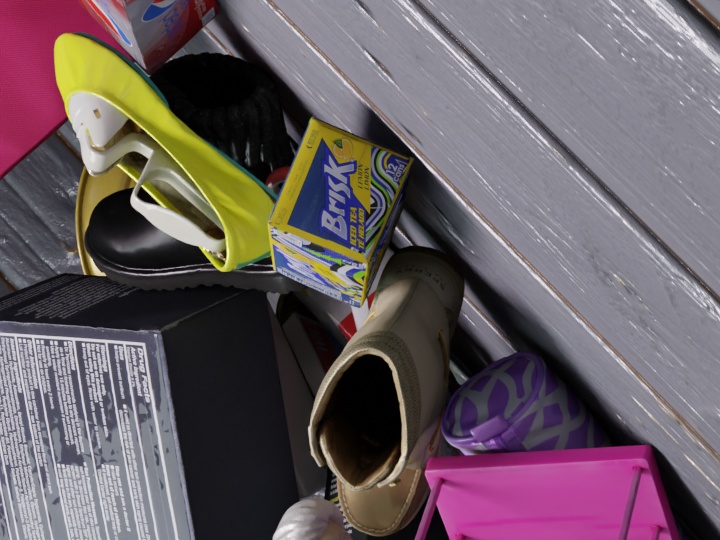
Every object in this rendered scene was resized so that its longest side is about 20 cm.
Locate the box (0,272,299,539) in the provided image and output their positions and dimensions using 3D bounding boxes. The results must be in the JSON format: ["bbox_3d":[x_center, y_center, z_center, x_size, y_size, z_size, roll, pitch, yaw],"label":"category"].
[{"bbox_3d":[-0.159,0.114,1.758,0.198,0.123,0.200,3,108,39],"label":"box"}]

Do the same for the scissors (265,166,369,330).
[{"bbox_3d":[0.000,0.000,1.640,0.073,0.014,0.200,-7,131,25],"label":"scissors"}]

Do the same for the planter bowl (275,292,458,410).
[{"bbox_3d":[-0.012,0.106,1.907,0.200,0.083,0.200,33,-148,-24],"label":"planter bowl"}]

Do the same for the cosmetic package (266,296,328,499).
[{"bbox_3d":[-0.091,0.075,1.805,0.083,0.051,0.200,-25,90,46],"label":"cosmetic package"}]

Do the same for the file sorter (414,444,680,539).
[{"bbox_3d":[0.118,0.222,1.480,0.125,0.139,0.200,-67,-36,-49],"label":"file sorter"}]

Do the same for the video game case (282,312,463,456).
[{"bbox_3d":[0.041,0.111,1.839,0.200,0.017,0.143,24,-155,-36],"label":"video game case"}]

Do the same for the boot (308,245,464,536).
[{"bbox_3d":[0.010,0.102,1.527,0.073,0.200,0.155,17,-153,6],"label":"boot"}]

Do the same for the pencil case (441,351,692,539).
[{"bbox_3d":[0.132,0.143,1.551,0.200,0.084,0.086,49,-151,-20],"label":"pencil case"}]

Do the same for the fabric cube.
[{"bbox_3d":[-0.270,-0.193,1.762,0.200,0.199,0.196,50,173,-17],"label":"fabric cube"}]

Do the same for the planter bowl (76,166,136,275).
[{"bbox_3d":[-0.115,-0.033,1.915,0.083,0.200,0.200,-7,133,42],"label":"planter bowl"}]

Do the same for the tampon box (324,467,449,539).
[{"bbox_3d":[0.051,0.233,1.692,0.150,0.200,0.126,10,167,-14],"label":"tampon box"}]

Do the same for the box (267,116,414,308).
[{"bbox_3d":[-0.013,-0.031,1.477,0.064,0.070,0.200,22,173,1],"label":"box"}]

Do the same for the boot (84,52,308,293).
[{"bbox_3d":[-0.121,-0.069,1.687,0.211,0.079,0.158,2,133,33],"label":"boot"}]

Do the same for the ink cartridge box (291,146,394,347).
[{"bbox_3d":[-0.008,0.007,1.789,0.200,0.067,0.116,46,175,19],"label":"ink cartridge box"}]

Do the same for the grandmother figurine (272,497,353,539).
[{"bbox_3d":[0.007,0.232,1.557,0.200,0.061,0.121,61,-179,13],"label":"grandmother figurine"}]

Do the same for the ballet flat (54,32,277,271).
[{"bbox_3d":[-0.134,-0.072,1.577,0.200,0.067,0.067,41,147,9],"label":"ballet flat"}]

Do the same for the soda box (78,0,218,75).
[{"bbox_3d":[-0.134,-0.181,1.495,0.070,0.063,0.200,47,174,6],"label":"soda box"}]
